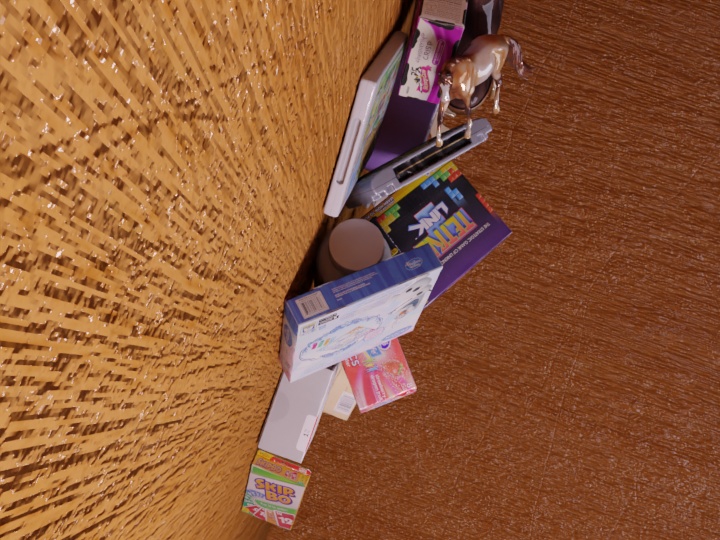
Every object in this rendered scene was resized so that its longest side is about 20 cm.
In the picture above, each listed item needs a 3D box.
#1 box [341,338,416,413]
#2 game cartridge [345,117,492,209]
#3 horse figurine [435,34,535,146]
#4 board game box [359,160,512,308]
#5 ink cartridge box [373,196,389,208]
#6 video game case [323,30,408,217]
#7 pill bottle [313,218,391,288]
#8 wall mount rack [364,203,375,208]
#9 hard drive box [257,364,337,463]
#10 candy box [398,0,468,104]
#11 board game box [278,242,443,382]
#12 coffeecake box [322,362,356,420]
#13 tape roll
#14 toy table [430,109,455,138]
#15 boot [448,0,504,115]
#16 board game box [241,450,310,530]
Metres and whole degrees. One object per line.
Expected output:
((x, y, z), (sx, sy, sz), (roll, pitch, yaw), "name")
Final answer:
((0.011, 0.122, 1.283), (0.095, 0.102, 0.200), (85, -15, -77), "box")
((0.072, -0.148, 1.081), (0.200, 0.041, 0.133), (-31, -175, -20), "game cartridge")
((0.150, -0.245, 0.995), (0.200, 0.050, 0.133), (-41, 144, -29), "horse figurine")
((0.106, -0.056, 1.204), (0.200, 0.165, 0.057), (-39, 174, -19), "board game box")
((0.056, -0.035, 1.450), (0.068, 0.116, 0.200), (-55, 165, -76), "ink cartridge box")
((0.009, -0.189, 0.987), (0.200, 0.022, 0.182), (-67, 176, -55), "video game case")
((-0.012, -0.001, 1.095), (0.200, 0.104, 0.104), (103, 8, -70), "pill bottle")
((0.075, -0.216, 1.597), (0.174, 0.074, 0.200), (106, 5, -61), "wall mount rack")
((-0.096, 0.211, 1.300), (0.200, 0.077, 0.156), (-33, 142, -86), "hard drive box")
((0.102, -0.342, 1.028), (0.136, 0.061, 0.200), (106, -4, -58), "candy box")
((-0.006, 0.060, 1.024), (0.200, 0.043, 0.199), (-21, 157, -19), "board game box")
((-0.035, 0.165, 1.506), (0.154, 0.073, 0.200), (-62, -163, 16), "coffeecake box")
((0.073, -0.243, 1.243), (0.200, 0.085, 0.201), (20, 90, -88), "tape roll")
((0.183, -0.412, 1.925), (0.184, 0.117, 0.200), (-63, 174, -69), "toy table")
((0.151, -0.331, 1.046), (0.166, 0.072, 0.200), (77, 26, -64), "boot")
((-0.145, 0.373, 1.321), (0.200, 0.095, 0.030), (108, 4, -45), "board game box")
